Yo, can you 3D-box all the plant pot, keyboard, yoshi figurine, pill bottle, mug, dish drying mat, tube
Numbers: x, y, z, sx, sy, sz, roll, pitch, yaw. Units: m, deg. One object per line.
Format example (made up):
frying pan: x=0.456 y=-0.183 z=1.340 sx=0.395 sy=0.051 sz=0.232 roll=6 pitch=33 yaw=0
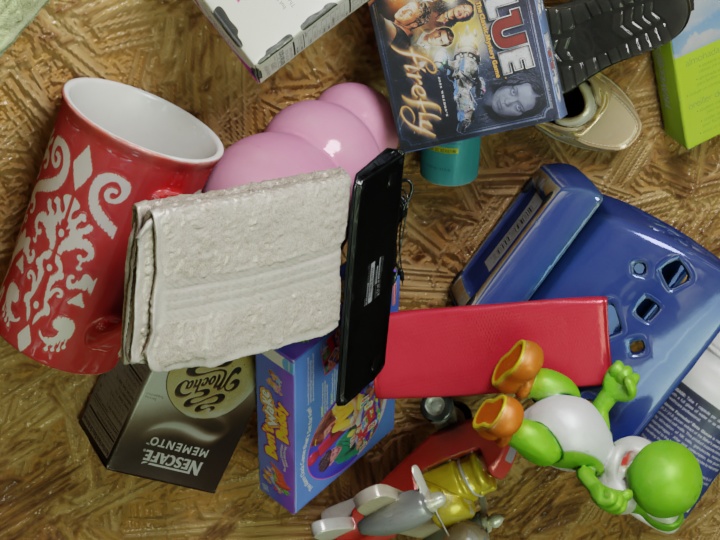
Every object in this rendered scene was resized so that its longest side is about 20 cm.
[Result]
plant pot: x=0.193 y=0.023 z=1.709 sx=0.179 sy=0.200 sz=0.201 roll=36 pitch=98 yaw=-8
keyboard: x=0.000 y=0.000 z=1.561 sx=0.104 sy=0.039 sz=0.202 roll=-35 pitch=137 yaw=-54
yoshi figurine: x=0.197 y=0.139 z=1.575 sx=0.199 sy=0.112 sz=0.113 roll=33 pitch=105 yaw=-13
pill bottle: x=0.317 y=0.145 z=1.904 sx=0.111 sy=0.111 sz=0.201 roll=28 pitch=101 yaw=-36
mug: x=-0.201 y=-0.022 z=1.512 sx=0.132 sy=0.178 sz=0.201 roll=19 pitch=111 yaw=-19
dish drying mat: x=0.107 y=0.064 z=1.619 sx=0.198 sy=0.018 sz=0.078 roll=-5 pitch=103 yaw=5
tube: x=0.077 y=-0.171 z=1.643 sx=0.050 sy=0.077 sz=0.202 roll=-52 pitch=148 yaw=-54

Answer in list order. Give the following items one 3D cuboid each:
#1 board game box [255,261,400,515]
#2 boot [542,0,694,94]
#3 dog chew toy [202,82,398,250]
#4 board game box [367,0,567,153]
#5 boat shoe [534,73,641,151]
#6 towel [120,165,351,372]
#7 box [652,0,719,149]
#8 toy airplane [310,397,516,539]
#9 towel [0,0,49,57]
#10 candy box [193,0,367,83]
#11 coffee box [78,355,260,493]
board game box: x=-0.028 y=0.097 z=1.678 sx=0.134 sy=0.045 sz=0.201 roll=-38 pitch=147 yaw=-33
boot: x=0.180 y=-0.189 z=1.611 sx=0.198 sy=0.138 sz=0.078 roll=-11 pitch=97 yaw=18
dog chew toy: x=-0.040 y=-0.079 z=1.582 sx=0.200 sy=0.124 sz=0.125 roll=-48 pitch=133 yaw=-34
board game box: x=0.076 y=-0.205 z=1.547 sx=0.134 sy=0.035 sz=0.202 roll=-12 pitch=97 yaw=17
boat shoe: x=0.177 y=-0.147 z=1.700 sx=0.199 sy=0.069 sz=0.074 roll=24 pitch=103 yaw=-35
towel: x=-0.088 y=-0.001 z=1.446 sx=0.199 sy=0.034 sz=0.134 roll=-14 pitch=120 yaw=-38
box: x=0.317 y=-0.222 z=1.747 sx=0.121 sy=0.048 sz=0.201 roll=-25 pitch=124 yaw=-15
toy airplane: x=0.056 y=0.224 z=1.787 sx=0.199 sy=0.141 sz=0.200 roll=-23 pitch=151 yaw=-36
towel: x=-0.291 y=-0.225 z=1.434 sx=0.200 sy=0.036 sz=0.148 roll=-48 pitch=126 yaw=3
candy box: x=-0.041 y=-0.258 z=1.487 sx=0.199 sy=0.061 sz=0.137 roll=-37 pitch=82 yaw=-5
coffee box: x=-0.140 y=0.074 z=1.645 sx=0.112 sy=0.080 sz=0.201 roll=16 pitch=107 yaw=-34
